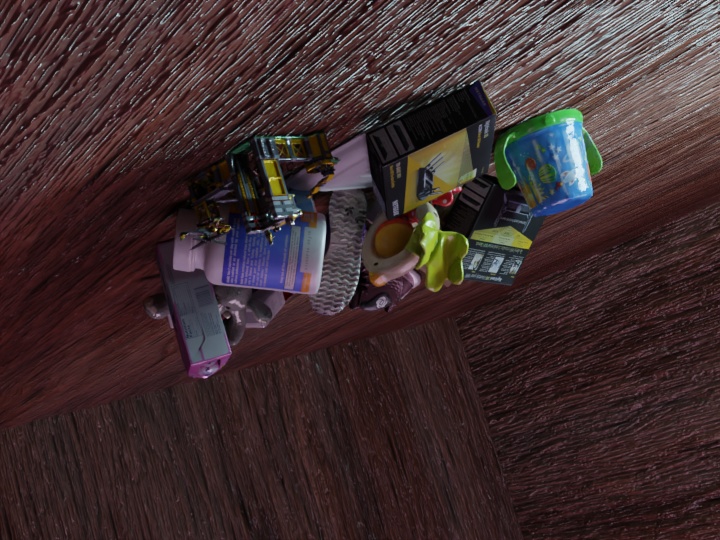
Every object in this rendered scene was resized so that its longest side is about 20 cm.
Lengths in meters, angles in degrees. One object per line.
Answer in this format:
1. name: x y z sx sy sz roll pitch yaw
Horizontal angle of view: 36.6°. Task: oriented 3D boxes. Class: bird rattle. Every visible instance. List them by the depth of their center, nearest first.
1. bird rattle: 0.066 -0.062 1.545 0.162 0.202 0.113 -30 137 20

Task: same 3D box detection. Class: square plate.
1. square plate: 0.025 -0.151 1.488 0.199 0.029 0.197 -10 169 -46

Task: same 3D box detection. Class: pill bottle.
1. pill bottle: -0.149 -0.033 1.468 0.197 0.114 0.112 7 168 -6

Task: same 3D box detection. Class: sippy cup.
1. sippy cup: 0.286 -0.156 1.642 0.176 0.132 0.140 -17 171 0

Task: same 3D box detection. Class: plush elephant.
1. plush elephant: -0.235 0.048 1.800 0.200 0.165 0.155 -45 -170 -9

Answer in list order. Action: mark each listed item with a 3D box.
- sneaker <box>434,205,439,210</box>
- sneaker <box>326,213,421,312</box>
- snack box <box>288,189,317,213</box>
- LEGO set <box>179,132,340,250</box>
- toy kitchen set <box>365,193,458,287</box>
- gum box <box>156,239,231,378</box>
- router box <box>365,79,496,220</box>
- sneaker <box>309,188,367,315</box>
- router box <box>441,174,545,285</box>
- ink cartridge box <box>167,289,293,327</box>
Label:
1. sneaker: 0.074 -0.086 1.917 0.105 0.076 0.200 23 -155 9
2. sneaker: 0.000 0.000 1.743 0.116 0.199 0.076 -53 -156 -2
3. snack box: -0.145 -0.052 1.627 0.166 0.069 0.200 -17 170 -5
4. LEGO set: -0.116 -0.081 1.330 0.198 0.117 0.153 -22 170 32
5. toy kitchen set: 0.094 -0.114 1.744 0.181 0.163 0.200 -54 146 -2
6. gum box: -0.255 0.060 1.659 0.065 0.203 0.114 -15 170 -14
7. router box: 0.090 -0.149 1.397 0.156 0.053 0.200 -26 164 -3
8. sneaker: -0.027 -0.034 1.641 0.069 0.203 0.100 14 -170 -1
9. router box: 0.207 -0.063 1.720 0.199 0.052 0.159 7 112 -53
10. ink cartridge box: -0.228 0.047 1.987 0.197 0.045 0.176 -1 -155 24
